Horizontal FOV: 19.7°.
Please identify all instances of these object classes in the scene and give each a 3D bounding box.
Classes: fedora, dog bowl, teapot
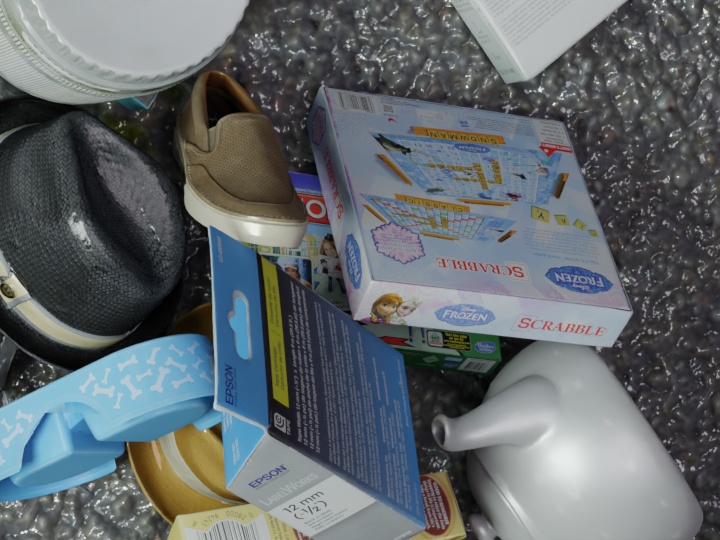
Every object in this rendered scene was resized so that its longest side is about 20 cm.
[{"bbox_3d":[-0.178,-0.035,1.377,0.200,0.091,0.202,17,63,-37],"label":"fedora"},{"bbox_3d":[-0.065,0.111,1.464,0.200,0.082,0.202,0,91,-21],"label":"fedora"},{"bbox_3d":[-0.172,0.098,1.381,0.111,0.199,0.050,10,59,-62],"label":"dog bowl"},{"bbox_3d":[0.145,0.154,1.506,0.146,0.197,0.200,-35,91,0],"label":"teapot"}]

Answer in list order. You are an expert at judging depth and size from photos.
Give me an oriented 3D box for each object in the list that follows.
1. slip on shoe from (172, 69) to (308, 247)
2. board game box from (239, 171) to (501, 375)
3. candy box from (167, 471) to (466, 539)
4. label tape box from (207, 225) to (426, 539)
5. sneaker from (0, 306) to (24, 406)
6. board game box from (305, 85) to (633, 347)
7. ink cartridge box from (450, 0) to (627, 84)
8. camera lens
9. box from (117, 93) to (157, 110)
[{"bbox_3d":[-0.081,-0.076,1.388,0.076,0.200,0.061,7,112,-17],"label":"slip on shoe"},{"bbox_3d":[0.000,0.000,1.482,0.199,0.029,0.135,7,60,-21],"label":"board game box"},{"bbox_3d":[-0.038,0.201,1.448,0.199,0.116,0.056,-7,63,-19],"label":"candy box"},{"bbox_3d":[-0.047,0.082,1.324,0.200,0.066,0.144,34,36,-39],"label":"label tape box"},{"bbox_3d":[-0.290,0.014,1.382,0.113,0.075,0.201,-13,102,-21],"label":"sneaker"},{"bbox_3d":[0.074,-0.039,1.468,0.199,0.200,0.041,7,133,-20],"label":"board game box"},{"bbox_3d":[0.142,-0.268,1.553,0.200,0.044,0.174,-39,104,-15],"label":"ink cartridge box"},{"bbox_3d":[-0.163,-0.187,1.300,0.159,0.200,0.161,-1,93,-21],"label":"camera lens"},{"bbox_3d":[-0.208,-0.200,1.416,0.200,0.049,0.082,37,80,-18],"label":"box"}]
